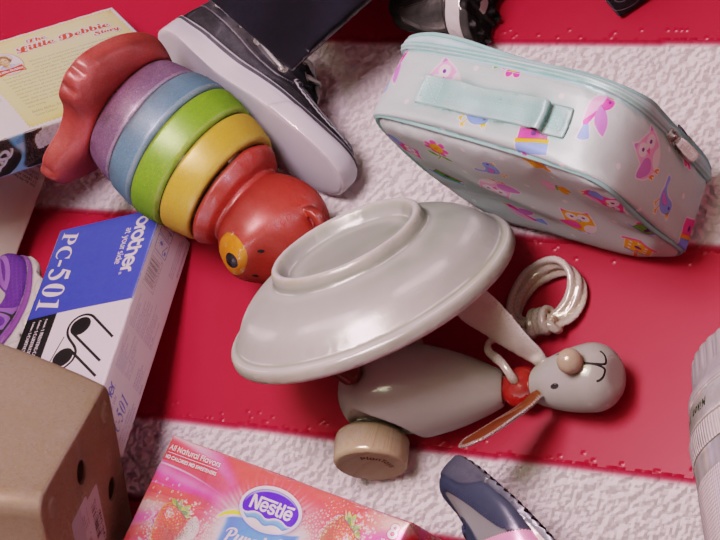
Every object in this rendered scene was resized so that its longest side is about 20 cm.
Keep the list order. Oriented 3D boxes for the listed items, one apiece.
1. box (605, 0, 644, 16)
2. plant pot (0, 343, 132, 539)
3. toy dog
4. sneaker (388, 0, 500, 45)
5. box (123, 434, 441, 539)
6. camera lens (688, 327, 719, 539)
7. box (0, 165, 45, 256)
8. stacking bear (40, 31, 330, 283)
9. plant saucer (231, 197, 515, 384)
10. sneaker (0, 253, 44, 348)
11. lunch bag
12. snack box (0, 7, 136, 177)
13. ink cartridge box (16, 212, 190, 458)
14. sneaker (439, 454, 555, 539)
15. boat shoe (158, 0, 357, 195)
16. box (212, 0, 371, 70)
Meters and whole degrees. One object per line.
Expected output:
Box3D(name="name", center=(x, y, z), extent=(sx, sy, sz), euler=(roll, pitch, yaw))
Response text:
Box3D(name="box", center=(0.151, -0.283, 1.372), extent=(0.114, 0.200, 0.133), euler=(-33, 53, 15))
Box3D(name="plant pot", center=(-0.251, 0.159, 1.333), extent=(0.176, 0.201, 0.200), euler=(1, 29, 12))
Box3D(name="toy dog", center=(0.055, 0.063, 1.323), extent=(0.199, 0.096, 0.132), euler=(-28, 55, 17))
Box3D(name="sneaker", center=(0.065, -0.252, 1.494), extent=(0.090, 0.066, 0.201), euler=(4, 71, 30))
Box3D(name="box", center=(-0.043, 0.187, 1.322), extent=(0.199, 0.095, 0.103), euler=(17, 75, 36))
Box3D(name="camera lens", center=(0.262, 0.131, 1.121), extent=(0.159, 0.160, 0.201), euler=(-18, 58, 23))
Box3D(name="box", center=(-0.311, -0.013, 1.595), extent=(0.082, 0.068, 0.201), euler=(-3, 64, 46))
Box3D(name="stacking bear", center=(-0.108, -0.066, 1.465), extent=(0.200, 0.122, 0.114), euler=(39, 46, 16))
Box3D(name="plant saucer", center=(0.000, 0.000, 1.349), extent=(0.199, 0.050, 0.200), euler=(-23, 19, 8))
Box3D(name="sneaker", center=(-0.296, 0.059, 1.507), extent=(0.081, 0.083, 0.200), euler=(-30, 25, 54))
Box3D(name="lunch bag", center=(0.116, -0.081, 1.317), extent=(0.199, 0.160, 0.077), euler=(17, 76, 37))
Box3D(name="snack box", center=(-0.242, -0.130, 1.568), extent=(0.199, 0.037, 0.116), euler=(-21, 46, -28))
Box3D(name="ink cartridge box", center=(-0.190, 0.048, 1.478), extent=(0.094, 0.044, 0.201), euler=(-12, 42, 26))
Box3D(name="sneaker", center=(0.091, 0.194, 1.248), extent=(0.082, 0.070, 0.200), euler=(-40, 51, -3))
Box3D(name="boat shoe", center=(-0.060, -0.131, 1.512), extent=(0.068, 0.072, 0.200), euler=(-38, 55, -19))
Box3D(name="box", center=(-0.023, -0.282, 1.471), extent=(0.198, 0.123, 0.200), euler=(-41, 29, 22))
